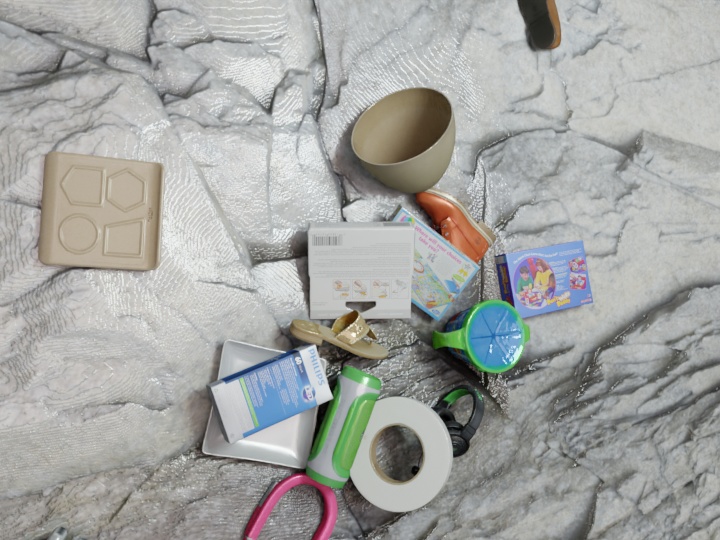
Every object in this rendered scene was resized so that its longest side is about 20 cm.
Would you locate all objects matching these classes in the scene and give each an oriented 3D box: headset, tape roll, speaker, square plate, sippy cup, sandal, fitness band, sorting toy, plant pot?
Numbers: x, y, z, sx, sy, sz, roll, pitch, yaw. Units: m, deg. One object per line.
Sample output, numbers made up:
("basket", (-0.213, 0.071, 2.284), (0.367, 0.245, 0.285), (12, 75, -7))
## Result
("headset", (0.170, 0.317, 1.419), (0.094, 0.123, 0.201), (38, 91, -22))
("tape roll", (0.069, 0.334, 1.357), (0.199, 0.037, 0.207), (-3, 80, 18))
("speaker", (-0.030, 0.280, 1.333), (0.087, 0.088, 0.203), (22, 87, -18))
("square plate", (-0.171, 0.241, 1.335), (0.196, 0.028, 0.202), (14, 82, -20))
("sippy cup", (0.232, 0.127, 1.445), (0.176, 0.130, 0.141), (34, 76, -15))
("sandal", (-0.025, 0.105, 1.357), (0.208, 0.078, 0.071), (15, 105, -27))
("fitness band", (-0.124, 0.462, 1.332), (0.143, 0.037, 0.202), (36, 76, -15))
("sorting toy", (-0.436, -0.098, 1.258), (0.196, 0.036, 0.189), (3, 85, -16))
("plant pot", (0.096, -0.226, 1.406), (0.201, 0.199, 0.135), (-48, 139, -17))

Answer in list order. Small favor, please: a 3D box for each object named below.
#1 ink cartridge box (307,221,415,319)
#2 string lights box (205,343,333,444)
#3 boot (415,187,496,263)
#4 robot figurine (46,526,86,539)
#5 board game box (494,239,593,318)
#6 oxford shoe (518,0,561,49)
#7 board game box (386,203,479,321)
("ink cartridge box", (0.000, 0.000, 1.383), (0.196, 0.045, 0.180), (0, 111, -4))
("string lights box", (-0.157, 0.212, 1.295), (0.197, 0.059, 0.105), (-20, 93, -22))
("boot", (0.172, -0.082, 1.471), (0.199, 0.075, 0.108), (39, 79, -15))
("robot figurine", (-0.499, 0.504, 1.142), (0.168, 0.113, 0.202), (30, 76, -6))
("board game box", (0.387, 0.019, 1.559), (0.196, 0.045, 0.137), (-9, 89, -22))
("oxford shoe", (0.391, -0.575, 1.606), (0.071, 0.070, 0.204), (-10, 89, -49))
("board game box", (0.114, -0.013, 1.433), (0.199, 0.034, 0.135), (36, 100, -15))
